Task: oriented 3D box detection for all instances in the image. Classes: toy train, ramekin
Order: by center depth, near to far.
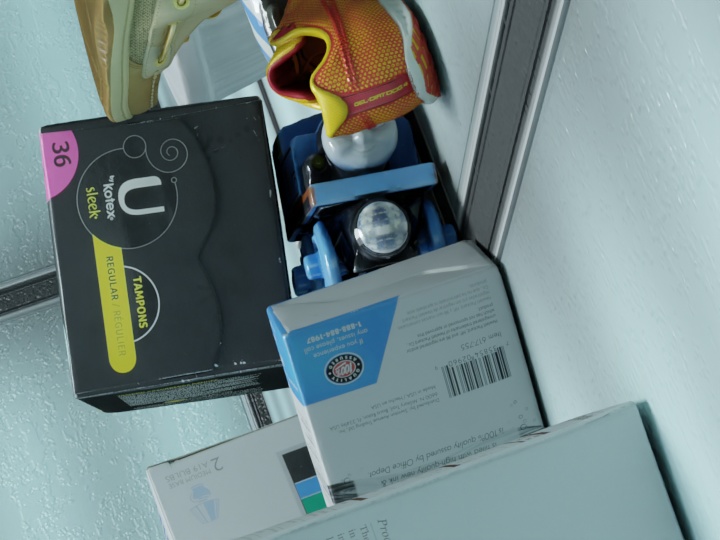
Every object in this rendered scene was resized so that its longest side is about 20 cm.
[{"bbox_3d":[-0.003,-0.038,1.410,0.200,0.086,0.115,131,126,-83],"label":"toy train"},{"bbox_3d":[-0.106,-0.212,1.717,0.202,0.094,0.203,162,90,-83],"label":"ramekin"}]

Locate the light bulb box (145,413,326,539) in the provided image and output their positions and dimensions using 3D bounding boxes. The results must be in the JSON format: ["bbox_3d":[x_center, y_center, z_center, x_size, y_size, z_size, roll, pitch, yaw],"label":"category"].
[{"bbox_3d":[-0.026,0.191,1.717,0.200,0.198,0.125,85,163,-60],"label":"light bulb box"}]

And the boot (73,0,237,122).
[{"bbox_3d":[-0.064,-0.149,1.266,0.200,0.155,0.073,99,153,-62],"label":"boot"}]

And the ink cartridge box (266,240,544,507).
[{"bbox_3d":[0.036,0.100,1.305,0.068,0.116,0.201,-130,23,-74],"label":"ink cartridge box"}]

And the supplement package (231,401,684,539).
[{"bbox_3d":[0.035,0.144,1.074,0.117,0.199,0.117,132,119,-82],"label":"supplement package"}]

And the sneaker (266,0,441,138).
[{"bbox_3d":[-0.019,-0.126,1.319,0.200,0.077,0.073,-121,12,-68],"label":"sneaker"}]

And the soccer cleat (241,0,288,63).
[{"bbox_3d":[-0.056,-0.192,1.459,0.086,0.070,0.201,173,79,-83],"label":"soccer cleat"}]

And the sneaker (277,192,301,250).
[{"bbox_3d":[0.000,0.000,1.558,0.081,0.075,0.201,106,145,-63],"label":"sneaker"}]

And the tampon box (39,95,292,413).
[{"bbox_3d":[-0.105,-0.003,1.449,0.200,0.126,0.150,99,162,-83],"label":"tampon box"}]
